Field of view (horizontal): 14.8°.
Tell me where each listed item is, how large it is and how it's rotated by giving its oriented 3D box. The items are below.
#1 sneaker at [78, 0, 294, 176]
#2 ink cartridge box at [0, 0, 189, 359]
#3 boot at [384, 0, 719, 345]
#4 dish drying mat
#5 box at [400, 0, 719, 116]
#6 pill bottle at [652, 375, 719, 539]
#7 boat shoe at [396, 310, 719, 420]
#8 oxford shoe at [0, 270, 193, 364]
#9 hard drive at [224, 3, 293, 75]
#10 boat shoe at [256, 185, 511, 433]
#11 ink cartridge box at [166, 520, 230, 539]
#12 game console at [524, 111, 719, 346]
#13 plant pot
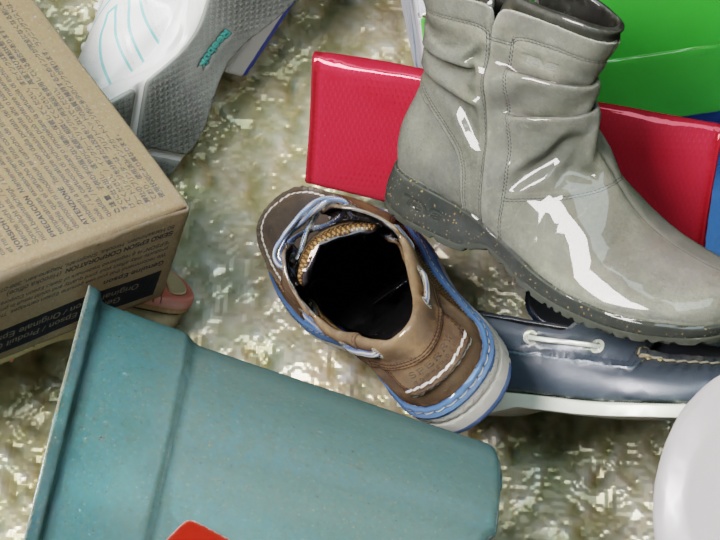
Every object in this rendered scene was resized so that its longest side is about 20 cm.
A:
[{"bbox_3d":[-0.105,-0.114,1.391,0.200,0.070,0.080,-51,51,2],"label":"sneaker"},{"bbox_3d":[-0.202,-0.053,1.284,0.164,0.075,0.200,-22,61,-32],"label":"ink cartridge box"},{"bbox_3d":[0.098,-0.056,1.253,0.200,0.131,0.068,26,32,25],"label":"boot"},{"bbox_3d":[0.072,-0.056,1.337,0.199,0.077,0.018,12,37,10],"label":"dish drying mat"},{"bbox_3d":[0.117,-0.164,1.399,0.199,0.097,0.177,-9,44,-2],"label":"box"},{"bbox_3d":[0.239,0.115,1.242,0.199,0.114,0.115,14,56,-32],"label":"pill bottle"},{"bbox_3d":[0.111,0.039,1.305,0.199,0.075,0.062,0,88,28],"label":"boat shoe"},{"bbox_3d":[-0.182,0.019,1.343,0.199,0.074,0.071,6,20,-14],"label":"oxford shoe"},{"bbox_3d":[-0.053,-0.219,1.418,0.132,0.025,0.200,41,107,24],"label":"hard drive"},{"bbox_3d":[0.000,0.000,1.304,0.072,0.072,0.200,-47,37,-4],"label":"boat shoe"},{"bbox_3d":[-0.038,0.205,1.141,0.200,0.160,0.047,31,27,-26],"label":"ink cartridge box"},{"bbox_3d":[0.200,-0.045,1.366,0.118,0.171,0.200,35,62,-15],"label":"game console"},{"bbox_3d":[-0.049,0.126,1.221,0.195,0.200,0.201,13,61,-5],"label":"plant pot"}]
